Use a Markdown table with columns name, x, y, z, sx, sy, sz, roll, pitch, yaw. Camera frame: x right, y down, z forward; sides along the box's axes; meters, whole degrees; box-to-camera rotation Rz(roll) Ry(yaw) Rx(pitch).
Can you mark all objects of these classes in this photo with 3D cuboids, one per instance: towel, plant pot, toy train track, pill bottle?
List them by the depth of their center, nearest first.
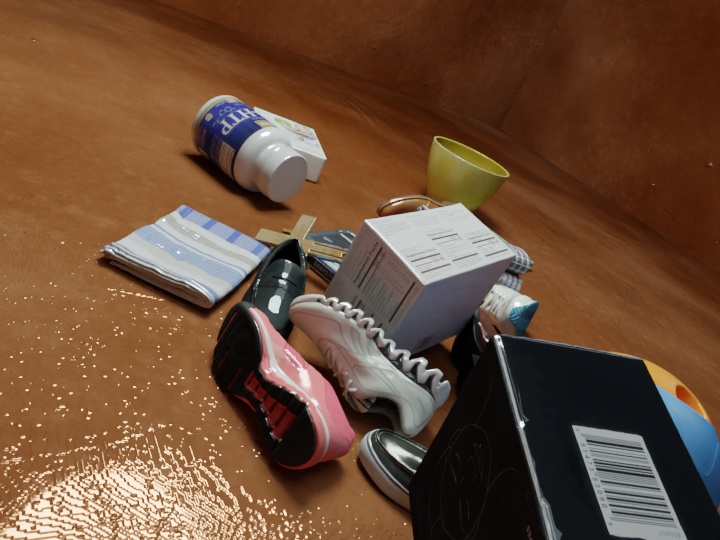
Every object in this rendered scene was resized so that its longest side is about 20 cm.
| name | x | y | z | sx | sy | sz | roll | pitch | yaw |
| --- | --- | --- | --- | --- | --- | --- | --- | --- | --- |
| towel | -0.209 | -0.025 | 0.785 | 0.146 | 0.024 | 0.200 | 26 | 24 | 3 |
| toy train track | -0.056 | -0.020 | 0.888 | 0.199 | 0.033 | 0.115 | 14 | 51 | 16 |
| pill bottle | -0.189 | -0.207 | 1.074 | 0.200 | 0.120 | 0.119 | 38 | 26 | 26 |
| towel | 0.185 | -0.041 | 1.112 | 0.165 | 0.086 | 0.200 | 15 | 12 | -25 |
| plant pot | 0.236 | -0.213 | 1.498 | 0.199 | 0.142 | 0.200 | 22 | 23 | -10 |

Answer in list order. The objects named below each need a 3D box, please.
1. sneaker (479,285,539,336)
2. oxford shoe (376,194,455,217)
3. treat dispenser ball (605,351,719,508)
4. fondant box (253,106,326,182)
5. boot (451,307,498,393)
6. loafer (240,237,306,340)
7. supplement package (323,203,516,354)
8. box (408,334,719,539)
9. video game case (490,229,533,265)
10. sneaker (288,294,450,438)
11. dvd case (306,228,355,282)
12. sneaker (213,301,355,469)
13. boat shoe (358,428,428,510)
| name | x | y | z | sx | sy | sz | roll | pitch | yaw |
| --- | --- | --- | --- | --- | --- | --- | --- | --- | --- |
| sneaker | 0.228 | 0.065 | 0.974 | 0.080 | 0.077 | 0.200 | 29 | 3 | 12 |
| oxford shoe | 0.128 | -0.104 | 1.260 | 0.199 | 0.071 | 0.072 | 4 | 56 | -24 |
| treat dispenser ball | 0.239 | 0.180 | 0.604 | 0.200 | 0.202 | 0.201 | 22 | 23 | -10 |
| fondant box | -0.161 | -0.268 | 1.309 | 0.144 | 0.058 | 0.200 | 17 | 26 | -22 |
| boot | 0.229 | 0.142 | 0.846 | 0.199 | 0.069 | 0.188 | 25 | 21 | -8 |
| loafer | -0.101 | 0.020 | 0.751 | 0.068 | 0.071 | 0.201 | 22 | 24 | -10 |
| supplement package | 0.070 | 0.017 | 0.787 | 0.199 | 0.156 | 0.111 | -14 | 53 | -46 |
| box | 0.122 | 0.186 | 0.411 | 0.123 | 0.197 | 0.201 | 11 | 40 | -12 |
| video game case | 0.263 | -0.068 | 1.374 | 0.181 | 0.022 | 0.200 | 1 | 34 | -44 |
| sneaker | -0.002 | 0.100 | 0.668 | 0.200 | 0.075 | 0.081 | 35 | 62 | 7 |
| dvd case | 0.000 | 0.000 | 0.958 | 0.200 | 0.025 | 0.150 | 39 | 26 | 26 |
| sneaker | -0.076 | 0.112 | 0.612 | 0.087 | 0.074 | 0.200 | 20 | 24 | -50 |
| boat shoe | 0.089 | 0.206 | 0.578 | 0.200 | 0.057 | 0.069 | 34 | 25 | 18 |
